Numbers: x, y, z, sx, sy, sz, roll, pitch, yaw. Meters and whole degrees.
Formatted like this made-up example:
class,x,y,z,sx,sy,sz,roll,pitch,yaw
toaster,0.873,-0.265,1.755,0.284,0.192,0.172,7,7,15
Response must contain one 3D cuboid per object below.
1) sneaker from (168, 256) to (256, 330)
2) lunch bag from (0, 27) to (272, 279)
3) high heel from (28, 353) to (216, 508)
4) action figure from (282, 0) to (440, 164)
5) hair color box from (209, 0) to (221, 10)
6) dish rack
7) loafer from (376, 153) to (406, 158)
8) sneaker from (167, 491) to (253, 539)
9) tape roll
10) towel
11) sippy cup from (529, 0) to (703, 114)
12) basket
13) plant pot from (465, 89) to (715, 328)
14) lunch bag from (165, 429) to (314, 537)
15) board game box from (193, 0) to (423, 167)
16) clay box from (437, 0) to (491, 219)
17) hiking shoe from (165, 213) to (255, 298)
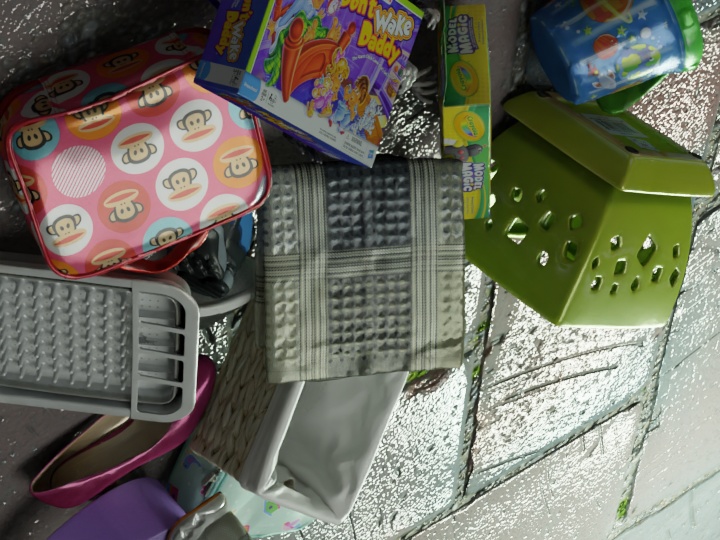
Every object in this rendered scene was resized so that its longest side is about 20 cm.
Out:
class,x,y,z,sx,sy,sz,roll,pitch,yaw
sneaker,-0.176,0.051,1.660,0.199,0.071,0.100,-21,143,-23
lunch bag,-0.170,-0.080,1.437,0.199,0.082,0.177,-20,122,-10
high heel,-0.221,0.147,1.718,0.200,0.068,0.096,-39,161,16
action figure,0.019,-0.181,1.578,0.201,0.102,0.119,-53,160,15
hair color box,-0.041,-0.287,1.426,0.199,0.065,0.110,-36,147,-10
dish rack,-0.231,0.049,1.531,0.198,0.044,0.172,6,136,-2
loafer,-0.009,-0.059,1.726,0.199,0.073,0.073,-8,143,-31
sneaker,-0.157,0.306,1.786,0.075,0.092,0.200,-29,158,-42
tape roll,-0.253,0.295,1.805,0.200,0.066,0.200,-40,162,-15
towel,0.000,0.000,1.644,0.191,0.035,0.202,-4,103,-14
sippy cup,0.236,-0.227,1.754,0.130,0.140,0.179,-28,107,-6
basket,-0.057,0.118,1.748,0.135,0.123,0.201,27,83,-45
plant pot,0.224,-0.068,1.858,0.199,0.199,0.183,0,121,-48
lunch bag,-0.097,0.196,1.898,0.199,0.077,0.161,2,124,-50
board game box,-0.036,-0.173,1.416,0.200,0.045,0.135,23,84,-58
clay box,0.094,-0.149,1.670,0.047,0.116,0.201,-2,148,2
hiking shoe,-0.137,-0.073,1.576,0.201,0.074,0.087,84,29,-44
